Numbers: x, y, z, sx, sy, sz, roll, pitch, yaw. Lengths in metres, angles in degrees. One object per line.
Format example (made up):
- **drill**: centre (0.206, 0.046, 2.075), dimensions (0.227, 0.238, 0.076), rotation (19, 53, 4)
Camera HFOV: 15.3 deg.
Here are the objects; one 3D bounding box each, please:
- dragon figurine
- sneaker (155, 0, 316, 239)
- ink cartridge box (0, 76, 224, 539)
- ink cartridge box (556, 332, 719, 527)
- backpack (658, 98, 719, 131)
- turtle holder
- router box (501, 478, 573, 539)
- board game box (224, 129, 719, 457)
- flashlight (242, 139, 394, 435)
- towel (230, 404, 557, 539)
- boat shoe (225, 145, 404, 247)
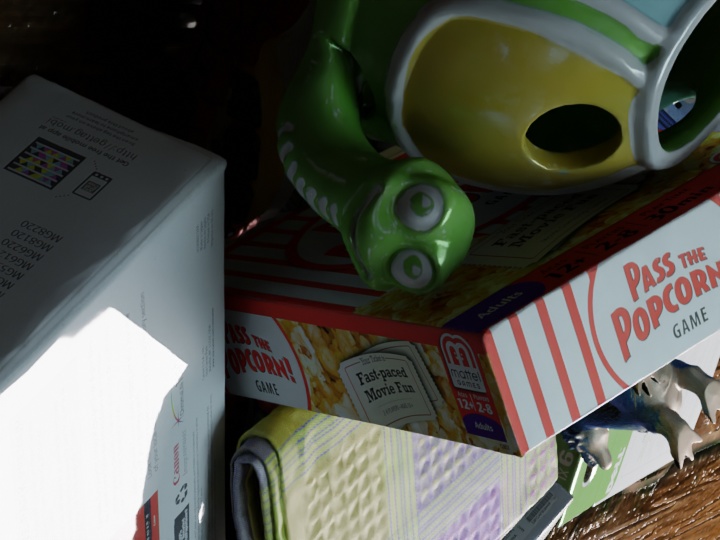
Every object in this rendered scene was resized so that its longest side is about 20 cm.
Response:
- **dragon figurine**: centre (0.120, 0.039, 1.329), dimensions (0.059, 0.099, 0.200), rotation (-54, 137, -22)
- **sneaker**: centre (-0.017, -0.106, 0.974), dimensions (0.082, 0.078, 0.200), rotation (-17, 141, -35)
- **ink cartridge box**: centre (-0.126, 0.069, 0.898), dimensions (0.176, 0.084, 0.200), rotation (-47, 152, -40)
- **ink cartridge box**: centre (0.145, 0.072, 1.565), dimensions (0.200, 0.059, 0.104), rotation (-19, 130, -61)
- **backpack**: centre (0.168, -0.105, 1.262), dimensions (0.154, 0.200, 0.190), rotation (-52, 170, 13)
- **turtle holder**: centre (0.052, -0.088, 0.880), dimensions (0.185, 0.132, 0.141), rotation (-30, 141, -47)
- **router box**: centre (0.001, 0.174, 1.180), dimensions (0.200, 0.052, 0.157), rotation (-47, 172, -20)
- **board game box**: centre (0.045, 0.000, 0.932), dimensions (0.151, 0.200, 0.046), rotation (-29, 109, -29)
- **flashlight**: centre (0.000, 0.000, 1.163), dimensions (0.068, 0.068, 0.200), rotation (-111, -147, -70)
- **towel**: centre (0.016, 0.077, 1.034), dimensions (0.200, 0.023, 0.144), rotation (-40, 135, -43)
- **boat shoe**: centre (0.009, -0.004, 1.072), dimensions (0.200, 0.066, 0.074), rotation (-16, 121, -30)
